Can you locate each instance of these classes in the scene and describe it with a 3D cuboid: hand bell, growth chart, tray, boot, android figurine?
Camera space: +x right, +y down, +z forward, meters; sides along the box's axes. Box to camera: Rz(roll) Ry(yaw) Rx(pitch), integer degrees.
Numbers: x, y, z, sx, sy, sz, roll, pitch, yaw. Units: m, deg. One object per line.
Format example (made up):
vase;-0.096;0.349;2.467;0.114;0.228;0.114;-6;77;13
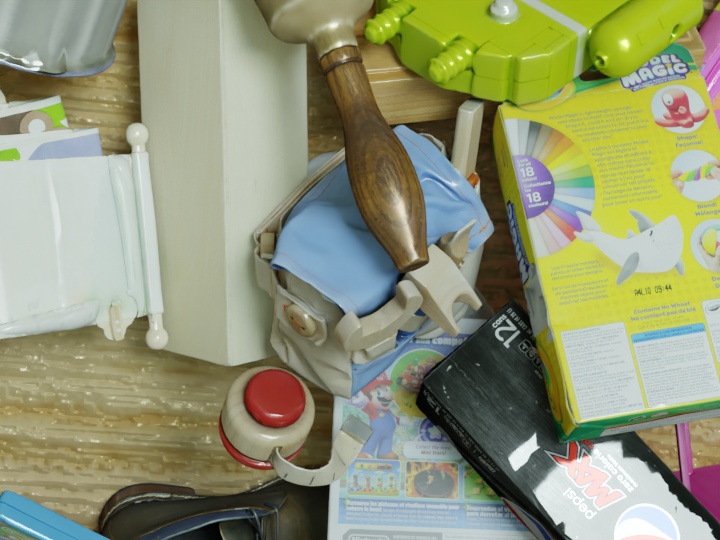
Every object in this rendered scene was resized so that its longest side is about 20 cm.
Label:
hand bell;-0.008;-0.094;0.676;0.103;0.104;0.202;-19;76;-4
growth chart;-0.188;-0.027;0.723;0.199;0.018;0.146;-1;90;-37
tray;0.083;-0.137;0.790;0.198;0.099;0.037;-6;141;-7
boot;-0.056;0.165;0.823;0.198;0.097;0.076;-3;99;-7
android figurine;0.090;-0.159;0.758;0.199;0.182;0.041;-34;146;-28

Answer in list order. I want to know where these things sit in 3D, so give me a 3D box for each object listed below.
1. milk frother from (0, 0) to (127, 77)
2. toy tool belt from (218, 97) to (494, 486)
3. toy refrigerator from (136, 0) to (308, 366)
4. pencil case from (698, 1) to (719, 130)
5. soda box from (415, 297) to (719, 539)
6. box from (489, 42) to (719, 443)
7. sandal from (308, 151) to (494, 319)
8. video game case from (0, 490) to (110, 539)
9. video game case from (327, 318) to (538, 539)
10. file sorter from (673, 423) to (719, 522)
milk frother;-0.116;-0.212;0.723;0.198;0.181;0.189;14;119;-24
toy tool belt;0.000;0.000;0.716;0.124;0.123;0.200;33;53;8
toy refrigerator;-0.074;-0.055;0.785;0.070;0.076;0.202;-11;104;-44
pencil case;0.216;-0.101;0.823;0.088;0.088;0.201;30;94;-12
soda box;0.119;0.116;0.734;0.071;0.063;0.200;-40;78;-11
box;0.137;-0.020;0.724;0.116;0.048;0.202;-8;72;-6
sandal;0.027;0.020;0.838;0.082;0.050;0.204;-28;90;-16
video game case;-0.159;0.191;0.780;0.142;0.200;0.018;29;54;-11
video game case;0.053;0.126;0.772;0.142;0.018;0.202;3;75;-1
file sorter;0.258;0.086;0.832;0.198;0.139;0.127;-8;100;-6
